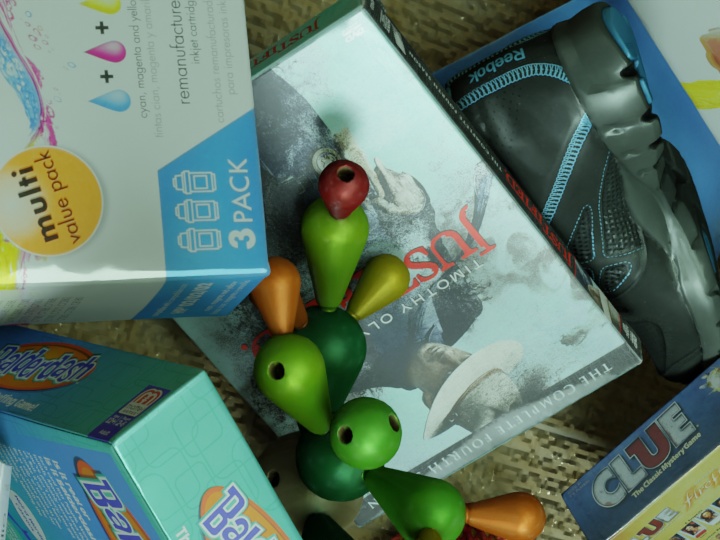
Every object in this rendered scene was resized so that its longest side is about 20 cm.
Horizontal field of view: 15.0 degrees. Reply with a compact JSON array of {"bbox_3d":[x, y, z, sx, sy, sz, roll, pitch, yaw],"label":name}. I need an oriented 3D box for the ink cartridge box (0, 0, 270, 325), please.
[{"bbox_3d":[-0.140,-0.041,0.975,0.200,0.068,0.115,-3,77,-18],"label":"ink cartridge box"}]

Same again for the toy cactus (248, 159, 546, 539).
[{"bbox_3d":[-0.005,0.071,1.052,0.102,0.165,0.200,-10,76,-17],"label":"toy cactus"}]

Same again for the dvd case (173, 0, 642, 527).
[{"bbox_3d":[0.000,0.000,1.091,0.146,0.022,0.200,-31,119,16],"label":"dvd case"}]

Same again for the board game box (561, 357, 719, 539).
[{"bbox_3d":[0.201,0.064,1.184,0.200,0.035,0.135,-42,141,15],"label":"board game box"}]

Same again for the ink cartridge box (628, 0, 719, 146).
[{"bbox_3d":[0.203,-0.118,1.187,0.200,0.083,0.145,53,47,-31],"label":"ink cartridge box"}]

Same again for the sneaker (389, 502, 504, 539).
[{"bbox_3d":[-0.002,0.174,1.129,0.200,0.073,0.077,-29,119,-24],"label":"sneaker"}]

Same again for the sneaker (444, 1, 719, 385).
[{"bbox_3d":[0.099,-0.025,1.138,0.082,0.073,0.200,-19,128,10],"label":"sneaker"}]

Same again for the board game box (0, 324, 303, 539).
[{"bbox_3d":[-0.085,0.096,0.990,0.045,0.200,0.152,-38,114,-23],"label":"board game box"}]

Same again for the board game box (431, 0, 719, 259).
[{"bbox_3d":[0.073,-0.033,1.176,0.200,0.039,0.158,-29,116,-24],"label":"board game box"}]

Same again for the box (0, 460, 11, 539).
[{"bbox_3d":[-0.224,0.128,0.932,0.200,0.036,0.145,5,84,2],"label":"box"}]
